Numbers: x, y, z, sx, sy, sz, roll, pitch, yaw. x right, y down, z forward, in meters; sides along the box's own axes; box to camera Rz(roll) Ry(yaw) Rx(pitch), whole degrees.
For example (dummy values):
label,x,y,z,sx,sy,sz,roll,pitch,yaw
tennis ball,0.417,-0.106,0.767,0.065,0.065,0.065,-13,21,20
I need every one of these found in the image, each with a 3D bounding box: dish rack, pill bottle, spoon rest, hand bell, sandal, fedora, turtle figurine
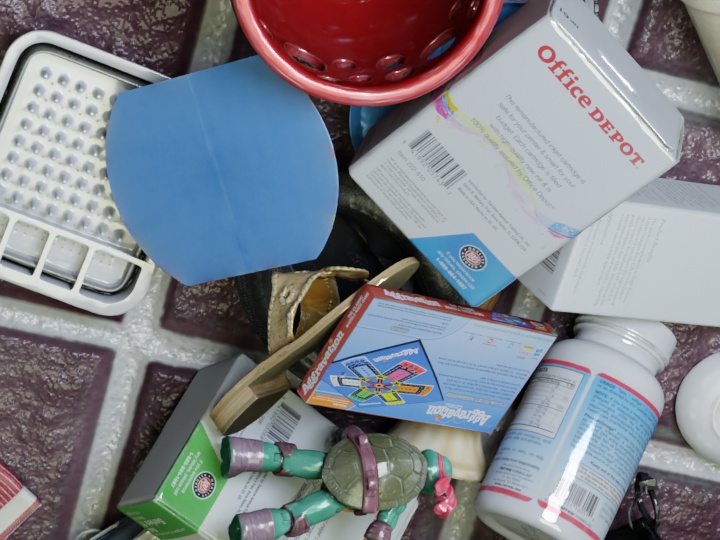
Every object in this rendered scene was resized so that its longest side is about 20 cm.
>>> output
label,x,y,z,sx,sy,sz,roll,pitch,yaw
dish rack,-0.221,-0.079,1.670,0.171,0.044,0.200,21,106,-12
pill bottle,0.178,0.128,1.724,0.109,0.109,0.200,32,74,-16
spoon rest,0.346,0.157,1.820,0.099,0.061,0.200,-35,96,5
hand bell,0.085,0.063,1.748,0.104,0.104,0.200,15,94,-11
sandal,-0.053,0.036,1.623,0.212,0.078,0.070,-44,76,23
fedora,0.000,0.000,1.685,0.200,0.092,0.201,8,120,13
turtle figurine,-0.003,0.168,1.650,0.200,0.150,0.101,-1,135,-15

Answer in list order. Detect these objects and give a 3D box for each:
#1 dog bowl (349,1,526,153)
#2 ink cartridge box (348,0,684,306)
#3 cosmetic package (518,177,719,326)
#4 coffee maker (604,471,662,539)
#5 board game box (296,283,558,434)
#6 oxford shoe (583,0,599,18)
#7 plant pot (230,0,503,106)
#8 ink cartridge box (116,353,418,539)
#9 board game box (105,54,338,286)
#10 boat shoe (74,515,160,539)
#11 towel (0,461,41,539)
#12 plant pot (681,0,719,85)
label,x,y,z,sx,sy,sz,roll,pitch,yaw
dog bowl,0.087,-0.132,1.643,0.200,0.050,0.112,-26,87,28
ink cartridge box,0.116,-0.092,1.556,0.200,0.085,0.145,-36,104,28
cosmetic package,0.232,-0.018,1.698,0.200,0.074,0.102,7,114,-30
coffee maker,0.157,0.279,1.808,0.200,0.135,0.192,-9,90,-5
board game box,0.054,0.070,1.629,0.200,0.019,0.103,13,117,-42
oxford shoe,0.138,-0.149,1.674,0.084,0.073,0.200,13,106,-5
plant pot,-0.002,-0.238,1.566,0.200,0.183,0.201,-2,110,-6
ink cartridge box,-0.072,0.186,1.726,0.200,0.083,0.147,39,62,-17
board game box,-0.098,-0.077,1.622,0.200,0.039,0.158,-12,101,30
boat shoe,-0.204,0.245,1.777,0.200,0.062,0.075,-38,107,4
towel,-0.382,0.173,1.753,0.144,0.023,0.200,-43,110,7
plant pot,0.336,-0.194,1.630,0.200,0.201,0.184,-21,121,1
